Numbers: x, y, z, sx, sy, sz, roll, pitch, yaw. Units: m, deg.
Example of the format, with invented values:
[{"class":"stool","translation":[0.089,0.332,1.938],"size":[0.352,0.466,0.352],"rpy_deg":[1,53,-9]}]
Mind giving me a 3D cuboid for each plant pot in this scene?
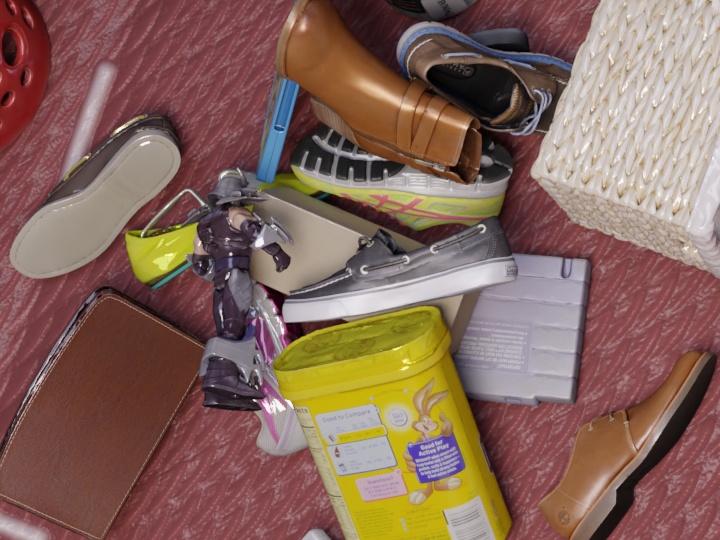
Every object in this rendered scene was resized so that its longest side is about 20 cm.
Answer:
[{"class":"plant pot","translation":[-0.417,-0.213,1.811],"size":[0.199,0.182,0.202],"rpy_deg":[-4,77,18]}]

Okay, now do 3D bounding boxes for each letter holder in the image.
[{"class":"letter holder","translation":[-0.251,0.112,1.700],"size":[0.100,0.142,0.201],"rpy_deg":[28,87,50]}]

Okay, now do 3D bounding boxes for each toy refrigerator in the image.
[{"class":"toy refrigerator","translation":[0.000,0.000,1.660],"size":[0.199,0.070,0.076],"rpy_deg":[23,103,15]}]

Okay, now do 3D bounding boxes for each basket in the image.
[{"class":"basket","translation":[0.261,-0.119,1.586],"size":[0.160,0.198,0.201],"rpy_deg":[21,86,21]}]

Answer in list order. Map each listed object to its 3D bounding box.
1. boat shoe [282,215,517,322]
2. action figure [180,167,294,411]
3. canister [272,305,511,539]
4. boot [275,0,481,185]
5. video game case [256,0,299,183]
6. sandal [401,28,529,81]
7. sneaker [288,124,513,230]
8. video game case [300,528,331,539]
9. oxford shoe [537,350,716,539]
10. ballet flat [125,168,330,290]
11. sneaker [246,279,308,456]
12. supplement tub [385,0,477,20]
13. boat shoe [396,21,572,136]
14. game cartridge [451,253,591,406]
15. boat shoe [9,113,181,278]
[{"class":"boat shoe","translation":[0.027,-0.003,1.579],"size":[0.199,0.070,0.067],"rpy_deg":[-13,87,19]},{"class":"action figure","translation":[-0.105,0.012,1.603],"size":[0.069,0.130,0.201],"rpy_deg":[6,75,-21]},{"class":"canister","translation":[0.029,0.145,1.606],"size":[0.148,0.087,0.201],"rpy_deg":[-13,108,24]},{"class":"boot","translation":[0.021,-0.146,1.574],"size":[0.154,0.200,0.074],"rpy_deg":[28,80,23]},{"class":"video game case","translation":[-0.056,-0.195,1.681],"size":[0.018,0.143,0.201],"rpy_deg":[14,120,-6]},{"class":"sandal","translation":[0.065,-0.155,1.718],"size":[0.199,0.076,0.043],"rpy_deg":[-26,71,21]},{"class":"sneaker","translation":[0.033,-0.072,1.698],"size":[0.199,0.091,0.078],"rpy_deg":[11,49,13]},{"class":"video game case","translation":[-0.032,0.353,1.641],"size":[0.182,0.024,0.200],"rpy_deg":[-49,69,19]},{"class":"oxford shoe","translation":[0.220,0.138,1.613],"size":[0.071,0.071,0.200],"rpy_deg":[40,93,25]},{"class":"ballet flat","translation":[-0.126,-0.053,1.749],"size":[0.199,0.067,0.067],"rpy_deg":[-27,94,12]},{"class":"sneaker","translation":[-0.092,0.078,1.708],"size":[0.088,0.081,0.201],"rpy_deg":[-31,72,6]},{"class":"supplement tub","translation":[0.044,-0.303,1.683],"size":[0.122,0.200,0.123],"rpy_deg":[-3,79,15]},{"class":"boat shoe","translation":[0.125,-0.147,1.649],"size":[0.199,0.072,0.072],"rpy_deg":[14,117,-19]},{"class":"game cartridge","translation":[0.096,0.047,1.686],"size":[0.199,0.038,0.130],"rpy_deg":[5,84,17]},{"class":"boat shoe","translation":[-0.246,-0.070,1.794],"size":[0.200,0.072,0.060],"rpy_deg":[-40,30,18]}]
